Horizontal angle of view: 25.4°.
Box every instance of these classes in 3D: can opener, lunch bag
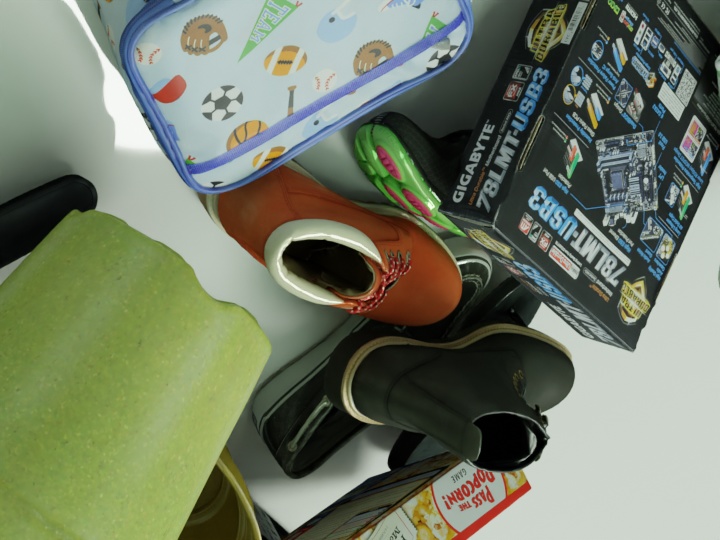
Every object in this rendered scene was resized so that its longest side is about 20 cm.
[{"bbox_3d":[-0.231,0.004,0.867,0.199,0.063,0.079,-35,112,-15],"label":"can opener"},{"bbox_3d":[-0.033,-0.136,0.855,0.199,0.076,0.161,-29,140,-6],"label":"lunch bag"}]

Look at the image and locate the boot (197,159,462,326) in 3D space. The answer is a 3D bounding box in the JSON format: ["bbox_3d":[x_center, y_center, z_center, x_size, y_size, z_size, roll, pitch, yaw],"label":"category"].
[{"bbox_3d":[0.000,0.000,0.956,0.199,0.107,0.075,24,103,-38],"label":"boot"}]

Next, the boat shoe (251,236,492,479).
[{"bbox_3d":[0.017,0.062,1.070,0.200,0.064,0.071,-42,138,7],"label":"boat shoe"}]

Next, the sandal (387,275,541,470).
[{"bbox_3d":[0.087,0.081,1.133,0.075,0.048,0.201,-16,141,-48],"label":"sandal"}]

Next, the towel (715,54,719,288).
[{"bbox_3d":[0.273,-0.105,1.067,0.153,0.023,0.201,-51,148,-31],"label":"towel"}]

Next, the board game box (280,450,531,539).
[{"bbox_3d":[-0.003,0.184,1.054,0.199,0.047,0.151,-29,-179,-42],"label":"board game box"}]

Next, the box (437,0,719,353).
[{"bbox_3d":[0.151,-0.078,0.982,0.200,0.049,0.200,35,78,-47],"label":"box"}]

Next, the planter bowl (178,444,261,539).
[{"bbox_3d":[-0.140,0.136,0.993,0.199,0.084,0.202,8,120,15],"label":"planter bowl"}]

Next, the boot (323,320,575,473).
[{"bbox_3d":[0.094,0.089,1.001,0.199,0.138,0.078,-3,108,-38],"label":"boot"}]

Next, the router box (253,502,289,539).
[{"bbox_3d":[-0.105,0.248,1.168,0.149,0.051,0.200,-37,139,3],"label":"router box"}]

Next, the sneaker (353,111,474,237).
[{"bbox_3d":[0.072,-0.064,1.000,0.199,0.077,0.084,21,96,-45],"label":"sneaker"}]

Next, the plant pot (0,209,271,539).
[{"bbox_3d":[-0.147,0.078,0.822,0.185,0.200,0.201,-55,140,-14],"label":"plant pot"}]
